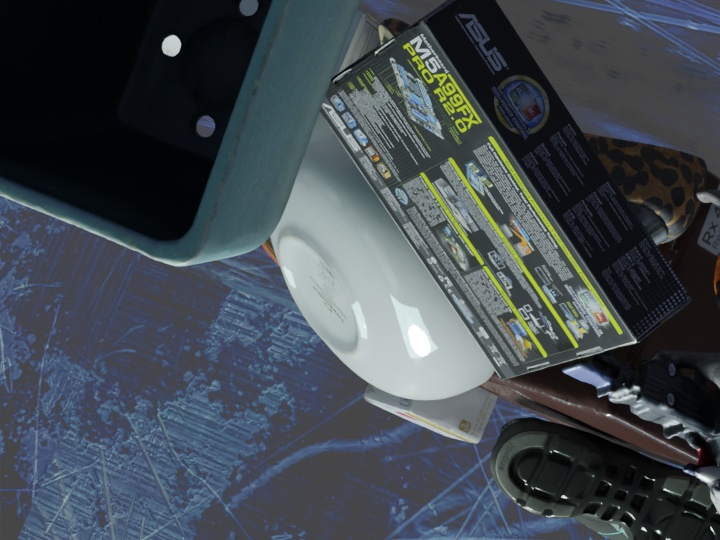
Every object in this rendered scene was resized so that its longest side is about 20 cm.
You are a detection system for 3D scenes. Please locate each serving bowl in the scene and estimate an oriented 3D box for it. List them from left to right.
[{"bbox_3d":[0.000,0.000,1.375,0.200,0.066,0.200,46,154,30],"label":"serving bowl"}]

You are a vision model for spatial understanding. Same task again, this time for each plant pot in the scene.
[{"bbox_3d":[-0.101,-0.119,1.146,0.196,0.196,0.200,21,-176,18],"label":"plant pot"}]

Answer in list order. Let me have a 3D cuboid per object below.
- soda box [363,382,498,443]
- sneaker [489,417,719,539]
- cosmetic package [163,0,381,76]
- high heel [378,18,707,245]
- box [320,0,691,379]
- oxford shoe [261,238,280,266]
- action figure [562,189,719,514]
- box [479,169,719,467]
[{"bbox_3d":[0.080,0.015,1.560,0.068,0.200,0.064,26,174,-31],"label":"soda box"},{"bbox_3d":[0.179,0.145,1.452,0.200,0.075,0.079,28,-171,-5],"label":"sneaker"},{"bbox_3d":[-0.070,-0.149,1.385,0.200,0.051,0.083,20,173,31],"label":"cosmetic package"},{"bbox_3d":[0.108,-0.087,1.312,0.200,0.143,0.071,56,156,4],"label":"high heel"},{"bbox_3d":[0.071,-0.042,1.200,0.200,0.044,0.160,55,155,-4],"label":"box"},{"bbox_3d":[-0.017,-0.014,2.487,0.200,0.071,0.073,26,146,3],"label":"oxford shoe"},{"bbox_3d":[0.220,0.051,1.266,0.200,0.194,0.105,17,165,-33],"label":"action figure"},{"bbox_3d":[0.170,0.023,1.452,0.164,0.166,0.200,28,173,-40],"label":"box"}]
